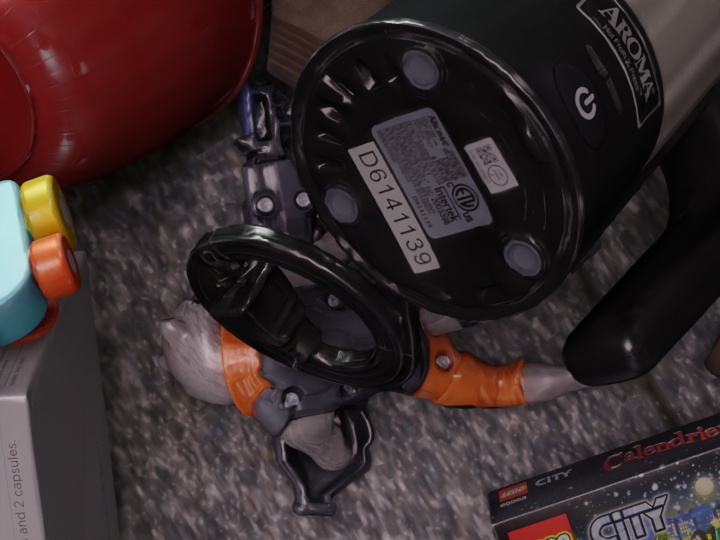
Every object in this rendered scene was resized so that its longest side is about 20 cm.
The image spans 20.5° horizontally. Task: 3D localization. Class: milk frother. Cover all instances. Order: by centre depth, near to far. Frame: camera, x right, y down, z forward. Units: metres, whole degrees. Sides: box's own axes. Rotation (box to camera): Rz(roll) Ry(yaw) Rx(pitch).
[{"bbox_3d":[0.045,-0.056,0.782,0.199,0.188,0.182,5,123,36],"label":"milk frother"}]

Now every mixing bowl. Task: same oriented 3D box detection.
[{"bbox_3d":[-0.152,-0.105,0.828,0.199,0.201,0.109,23,47,9],"label":"mixing bowl"}]

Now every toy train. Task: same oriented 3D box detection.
[{"bbox_3d":[-0.193,0.005,0.754,0.199,0.056,0.150,24,62,31],"label":"toy train"}]

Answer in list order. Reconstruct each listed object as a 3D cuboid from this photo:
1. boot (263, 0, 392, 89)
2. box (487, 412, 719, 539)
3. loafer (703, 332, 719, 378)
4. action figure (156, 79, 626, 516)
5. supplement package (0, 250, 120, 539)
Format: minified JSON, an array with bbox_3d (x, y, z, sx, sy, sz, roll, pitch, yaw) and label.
[{"bbox_3d":[-0.047,-0.170,0.867,0.199,0.070,0.147,27,118,25],"label":"boot"},{"bbox_3d":[0.168,0.129,0.842,0.198,0.038,0.138,-20,105,6],"label":"box"},{"bbox_3d":[0.194,-0.043,0.864,0.062,0.072,0.202,9,88,14],"label":"loafer"},{"bbox_3d":[0.000,0.000,0.869,0.192,0.105,0.202,-17,88,-6],"label":"action figure"},{"bbox_3d":[-0.165,0.115,0.815,0.110,0.156,0.202,-4,110,3],"label":"supplement package"}]
